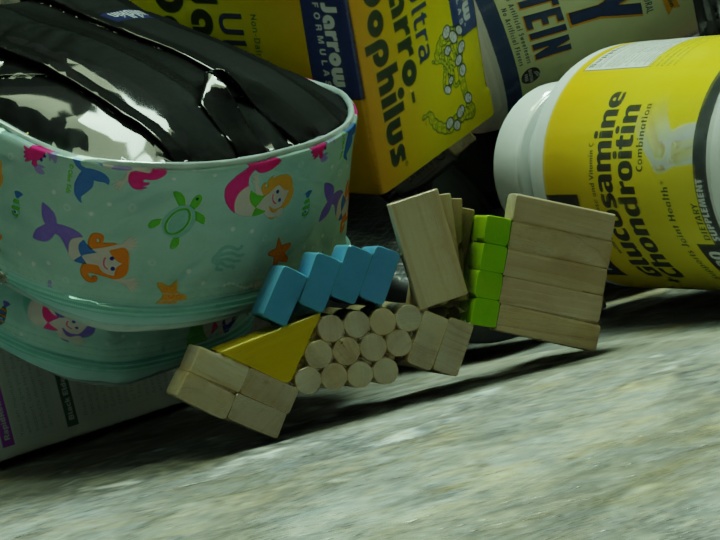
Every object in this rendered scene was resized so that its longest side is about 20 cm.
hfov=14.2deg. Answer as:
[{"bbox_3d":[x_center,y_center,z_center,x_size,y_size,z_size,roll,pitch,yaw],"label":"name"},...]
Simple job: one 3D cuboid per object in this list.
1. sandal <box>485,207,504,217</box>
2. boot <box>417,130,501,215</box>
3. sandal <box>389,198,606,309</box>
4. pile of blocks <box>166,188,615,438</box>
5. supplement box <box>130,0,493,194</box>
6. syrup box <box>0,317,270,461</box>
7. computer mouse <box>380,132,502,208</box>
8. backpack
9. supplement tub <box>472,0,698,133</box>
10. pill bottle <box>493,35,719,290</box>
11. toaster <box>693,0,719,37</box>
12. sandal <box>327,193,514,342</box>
[{"bbox_3d":[0.155,-0.032,1.454,0.199,0.043,0.076,-8,-23,-8],"label":"sandal"},{"bbox_3d":[0.065,-0.124,1.590,0.168,0.200,0.077,-40,-20,-12],"label":"boot"},{"bbox_3d":[0.034,-0.003,1.428,0.077,0.070,0.211,-17,5,-41],"label":"sandal"},{"bbox_3d":[0.009,0.013,1.213,0.199,0.083,0.062,-15,5,-15],"label":"pile of blocks"},{"bbox_3d":[-0.051,-0.111,1.404,0.199,0.110,0.109,5,27,34],"label":"supplement box"},{"bbox_3d":[-0.135,0.035,1.396,0.078,0.082,0.199,-11,3,45],"label":"syrup box"},{"bbox_3d":[0.095,-0.062,1.466,0.199,0.046,0.140,-31,-36,26],"label":"computer mouse"},{"bbox_3d":[-0.103,-0.038,1.264,0.199,0.152,0.177,17,23,37],"label":"backpack"},{"bbox_3d":[0.113,-0.173,1.487,0.199,0.146,0.145,-26,5,-6],"label":"supplement tub"},{"bbox_3d":[0.146,-0.047,1.291,0.111,0.113,0.200,-15,8,-29],"label":"pill bottle"},{"bbox_3d":[0.242,-0.120,1.351,0.118,0.182,0.200,-2,-20,-26],"label":"toaster"},{"bbox_3d":[0.000,0.000,1.358,0.076,0.043,0.200,-23,34,-35],"label":"sandal"}]
